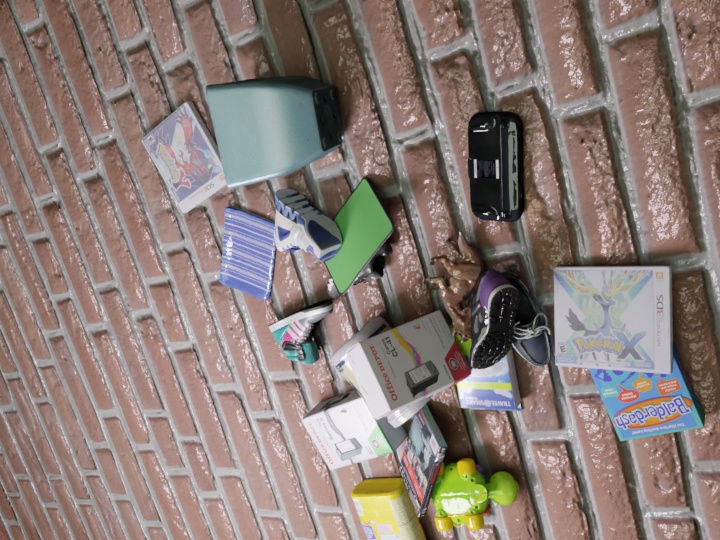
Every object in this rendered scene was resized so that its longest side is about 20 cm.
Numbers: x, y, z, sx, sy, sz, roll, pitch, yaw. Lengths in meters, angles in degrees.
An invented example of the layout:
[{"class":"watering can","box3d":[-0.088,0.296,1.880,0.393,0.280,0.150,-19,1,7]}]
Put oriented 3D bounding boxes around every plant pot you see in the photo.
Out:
[{"class":"plant pot","box3d":[-0.150,-0.286,1.343,0.199,0.196,0.197,-5,107,21]}]

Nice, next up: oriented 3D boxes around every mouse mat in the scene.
[{"class":"mouse mat","box3d":[-0.015,-0.069,1.393,0.200,0.008,0.161,-53,45,30]}]

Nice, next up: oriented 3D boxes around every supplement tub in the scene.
[{"class":"supplement tub","box3d":[0.051,0.213,1.444,0.200,0.145,0.145,49,124,4]}]

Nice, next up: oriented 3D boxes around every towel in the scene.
[{"class":"towel","box3d":[-0.263,-0.038,1.596,0.144,0.024,0.201,20,118,20]}]

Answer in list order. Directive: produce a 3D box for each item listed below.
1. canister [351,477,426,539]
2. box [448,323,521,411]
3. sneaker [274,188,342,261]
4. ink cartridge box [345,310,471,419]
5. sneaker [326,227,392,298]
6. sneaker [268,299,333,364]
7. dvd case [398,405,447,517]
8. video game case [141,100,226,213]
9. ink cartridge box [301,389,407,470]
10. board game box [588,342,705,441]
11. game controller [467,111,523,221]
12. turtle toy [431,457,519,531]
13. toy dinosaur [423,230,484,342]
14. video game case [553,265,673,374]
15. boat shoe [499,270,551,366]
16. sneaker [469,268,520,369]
[{"class":"canister","box3d":[0.072,0.597,1.620,0.148,0.086,0.201,-13,101,32]},{"class":"box","box3d":[0.251,0.201,1.387,0.121,0.048,0.201,-3,106,31]},{"class":"sneaker","box3d":[-0.122,-0.074,1.464,0.199,0.080,0.116,47,136,30]},{"class":"ink cartridge box","box3d":[0.094,0.182,1.342,0.148,0.199,0.086,64,151,13]},{"class":"sneaker","box3d":[0.000,0.000,1.436,0.090,0.066,0.200,41,121,12]},{"class":"sneaker","box3d":[-0.116,0.147,1.547,0.200,0.083,0.121,-25,91,42]},{"class":"dvd case","box3d":[0.132,0.408,1.491,0.022,0.146,0.201,2,118,-17]},{"class":"video game case","box3d":[-0.401,-0.258,1.587,0.182,0.023,0.201,-27,95,34]},{"class":"ink cartridge box","box3d":[-0.015,0.359,1.575,0.199,0.084,0.146,-27,94,35]},{"class":"board game box","box3d":[0.508,0.200,1.243,0.152,0.045,0.201,-22,98,34]},{"class":"game controller","box3d":[0.245,-0.186,1.250,0.104,0.042,0.201,12,115,41]},{"class":"turtle toy","box3d":[0.237,0.472,1.465,0.199,0.101,0.147,-16,75,34]},{"class":"toy dinosaur","box3d":[0.200,0.021,1.325,0.135,0.086,0.201,23,113,19]},{"class":"video game case","box3d":[0.441,0.083,1.210,0.199,0.022,0.183,0,92,35]},{"class":"boat shoe","box3d":[0.310,0.094,1.293,0.075,0.062,0.201,-21,96,1]},{"class":"sneaker","box3d":[0.239,0.089,1.279,0.088,0.075,0.201,-118,31,-51]}]
